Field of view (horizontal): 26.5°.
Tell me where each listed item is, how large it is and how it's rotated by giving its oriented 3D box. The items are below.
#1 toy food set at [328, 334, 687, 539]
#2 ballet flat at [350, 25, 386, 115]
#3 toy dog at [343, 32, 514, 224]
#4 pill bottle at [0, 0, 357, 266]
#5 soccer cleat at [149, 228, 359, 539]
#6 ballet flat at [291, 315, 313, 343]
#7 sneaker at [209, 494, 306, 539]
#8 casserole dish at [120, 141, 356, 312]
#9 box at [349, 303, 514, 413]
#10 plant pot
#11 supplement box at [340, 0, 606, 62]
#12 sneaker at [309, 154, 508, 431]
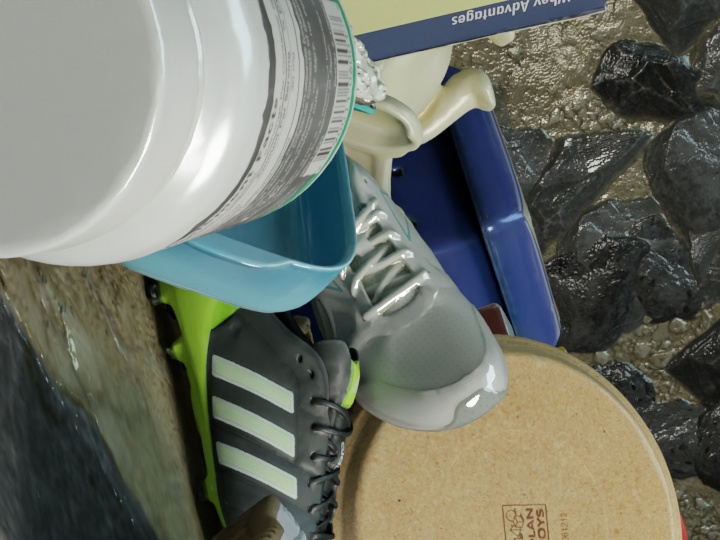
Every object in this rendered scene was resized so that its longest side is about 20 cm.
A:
[{"bbox_3d":[0.073,0.130,0.746,0.049,0.197,0.201,-38,-111,65],"label":"toy food set"},{"bbox_3d":[-0.054,-0.108,0.649,0.200,0.072,0.072,3,66,-50],"label":"ballet flat"},{"bbox_3d":[-0.002,-0.138,0.920,0.140,0.193,0.200,78,33,-53],"label":"toy dog"},{"bbox_3d":[-0.073,-0.061,0.471,0.200,0.113,0.113,-28,100,-77],"label":"pill bottle"},{"bbox_3d":[-0.033,0.076,0.681,0.068,0.081,0.201,48,25,-78],"label":"soccer cleat"},{"bbox_3d":[-0.023,0.118,0.758,0.067,0.062,0.201,40,33,-85],"label":"ballet flat"},{"bbox_3d":[-0.022,0.141,0.502,0.109,0.070,0.200,54,2,1],"label":"sneaker"},{"bbox_3d":[-0.066,-0.044,0.665,0.200,0.121,0.039,-99,-147,-58],"label":"casserole dish"},{"bbox_3d":[0.038,0.138,0.846,0.106,0.152,0.201,41,31,-79],"label":"box"},{"bbox_3d":[0.036,-0.017,1.122,0.200,0.179,0.200,67,7,-47],"label":"plant pot"},{"bbox_3d":[0.008,-0.226,0.766,0.135,0.199,0.200,-100,177,-45],"label":"supplement box"},{"bbox_3d":[0.000,0.000,0.732,0.200,0.070,0.080,50,-13,44],"label":"sneaker"}]
